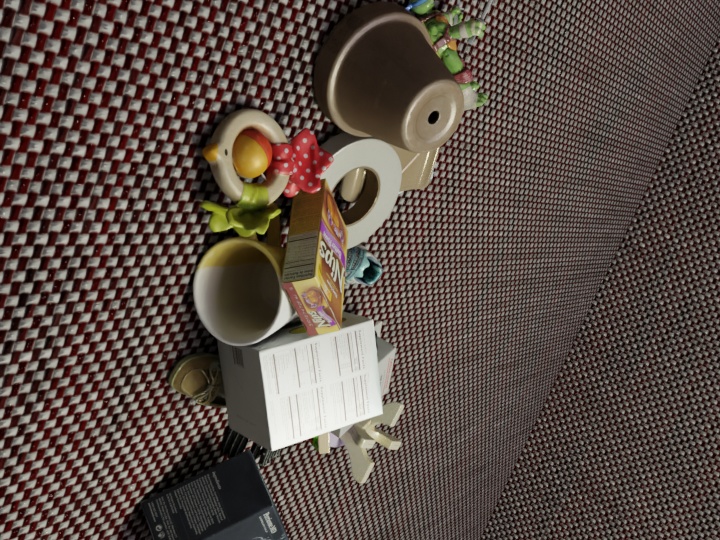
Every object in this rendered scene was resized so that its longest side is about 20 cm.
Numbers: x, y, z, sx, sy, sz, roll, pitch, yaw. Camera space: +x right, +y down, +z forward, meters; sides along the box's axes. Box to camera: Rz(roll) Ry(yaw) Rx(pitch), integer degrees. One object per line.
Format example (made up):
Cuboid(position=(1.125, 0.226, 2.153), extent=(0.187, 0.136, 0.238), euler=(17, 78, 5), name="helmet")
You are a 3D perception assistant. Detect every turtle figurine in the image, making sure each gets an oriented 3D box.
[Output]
Cuboid(position=(0.170, -0.373, 1.509), extent=(0.199, 0.143, 0.196), euler=(-40, 125, -24), name="turtle figurine")

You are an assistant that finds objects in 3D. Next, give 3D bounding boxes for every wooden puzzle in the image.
Cuboid(position=(0.057, -0.213, 1.585), extent=(0.198, 0.037, 0.188), euler=(-12, 128, -41), name="wooden puzzle")

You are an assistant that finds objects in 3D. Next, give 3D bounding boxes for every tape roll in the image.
Cuboid(position=(-0.020, -0.125, 1.519), extent=(0.200, 0.037, 0.206), euler=(-25, 134, -28), name="tape roll")

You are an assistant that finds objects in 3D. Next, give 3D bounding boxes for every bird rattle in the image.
Cuboid(position=(-0.131, -0.141, 1.282), extent=(0.200, 0.112, 0.164), euler=(-47, 124, -25), name="bird rattle")

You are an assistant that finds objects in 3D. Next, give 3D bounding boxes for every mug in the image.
Cuboid(position=(-0.136, 0.010, 1.395), extent=(0.189, 0.148, 0.153), euler=(-60, 162, 15), name="mug")

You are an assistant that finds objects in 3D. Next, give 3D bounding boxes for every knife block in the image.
Cuboid(position=(-0.178, 0.236, 1.626), extent=(0.064, 0.173, 0.204), euler=(-20, 96, -61), name="knife block")

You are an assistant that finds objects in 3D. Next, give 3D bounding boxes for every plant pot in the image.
Cuboid(position=(0.056, -0.262, 1.371), extent=(0.198, 0.175, 0.203), euler=(-23, 135, -25), name="plant pot")

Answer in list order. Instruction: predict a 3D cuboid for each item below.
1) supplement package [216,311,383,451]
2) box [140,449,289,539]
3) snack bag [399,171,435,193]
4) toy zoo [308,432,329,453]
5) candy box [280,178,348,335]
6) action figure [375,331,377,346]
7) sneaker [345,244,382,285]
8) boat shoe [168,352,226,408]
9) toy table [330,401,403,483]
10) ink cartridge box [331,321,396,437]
Cuboid(position=(-0.092, 0.158, 1.444), extent=(0.197, 0.151, 0.154), euler=(-13, 102, -31), name="supplement package")
Cuboid(position=(-0.234, 0.429, 1.579), extent=(0.197, 0.118, 0.198), euler=(-25, 143, -11), name="box")
Cuboid(position=(0.081, -0.221, 1.669), extent=(0.199, 0.021, 0.191), euler=(-28, 138, -42), name="snack bag")
Cuboid(position=(-0.088, 0.230, 1.669), extent=(0.020, 0.200, 0.134), euler=(-3, 95, -15), name="toy zoo")
Cuboid(position=(-0.063, -0.021, 1.384), extent=(0.118, 0.055, 0.202), euler=(66, 21, -44), name="candy box")
Cuboid(position=(-0.065, 0.094, 1.609), extent=(0.199, 0.102, 0.120), euler=(36, 93, -37), name="action figure")
Cuboid(position=(0.000, 0.000, 1.663), extent=(0.079, 0.085, 0.200), euler=(-63, 163, 3), name="sneaker")
Cuboid(position=(-0.217, 0.183, 1.486), extent=(0.074, 0.063, 0.200), euler=(-57, 144, -1), name="boat shoe")
Cuboid(position=(0.005, 0.333, 1.982), extent=(0.199, 0.116, 0.187), euler=(-2, 118, -59), name="toy table")
Cuboid(position=(0.001, 0.195, 1.733), extent=(0.199, 0.067, 0.117), euler=(-39, 148, -43), name="ink cartridge box")
